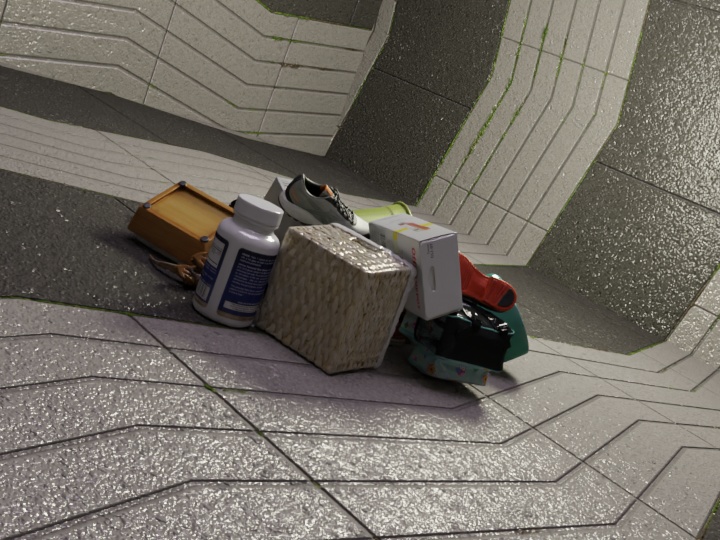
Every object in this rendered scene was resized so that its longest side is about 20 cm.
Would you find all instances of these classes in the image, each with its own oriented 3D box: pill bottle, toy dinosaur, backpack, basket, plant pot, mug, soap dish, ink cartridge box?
[{"bbox_3d":[-0.199,-0.019,1.434,0.109,0.204,0.111,21,12,-5],"label":"pill bottle"},{"bbox_3d":[-0.305,0.007,1.523,0.196,0.061,0.107,22,-26,5],"label":"toy dinosaur"},{"bbox_3d":[0.169,0.123,1.625,0.173,0.156,0.200,11,17,-31],"label":"backpack"},{"bbox_3d":[-0.043,0.043,1.470,0.196,0.204,0.160,29,15,27],"label":"basket"},{"bbox_3d":[0.013,-0.083,2.228,0.186,0.205,0.200,2,19,-24],"label":"plant pot"},{"bbox_3d":[0.274,0.109,1.839,0.112,0.189,0.152,-20,-3,-2],"label":"mug"},{"bbox_3d":[-0.325,-0.086,1.660,0.197,0.082,0.157,28,40,18],"label":"soap dish"},{"bbox_3d":[0.099,-0.010,1.563,0.082,0.149,0.199,-14,19,-22],"label":"ink cartridge box"}]

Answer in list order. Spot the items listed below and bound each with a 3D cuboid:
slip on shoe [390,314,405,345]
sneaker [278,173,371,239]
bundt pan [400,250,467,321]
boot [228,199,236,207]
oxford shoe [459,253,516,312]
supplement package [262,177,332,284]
[{"bbox_3d":[0.011,0.096,1.677,0.197,0.062,0.074,15,16,-30],"label":"slip on shoe"},{"bbox_3d":[-0.053,-0.111,1.601,0.197,0.080,0.075,26,33,-22],"label":"sneaker"},{"bbox_3d":[0.144,0.051,1.753,0.198,0.204,0.076,17,32,-23],"label":"bundt pan"},{"bbox_3d":[-0.250,-0.110,1.920,0.132,0.069,0.200,54,-7,-31],"label":"boot"},{"bbox_3d":[0.200,0.025,1.643,0.198,0.072,0.073,33,-17,5],"label":"oxford shoe"},{"bbox_3d":[-0.107,-0.052,1.693,0.149,0.153,0.202,6,43,-41],"label":"supplement package"}]
